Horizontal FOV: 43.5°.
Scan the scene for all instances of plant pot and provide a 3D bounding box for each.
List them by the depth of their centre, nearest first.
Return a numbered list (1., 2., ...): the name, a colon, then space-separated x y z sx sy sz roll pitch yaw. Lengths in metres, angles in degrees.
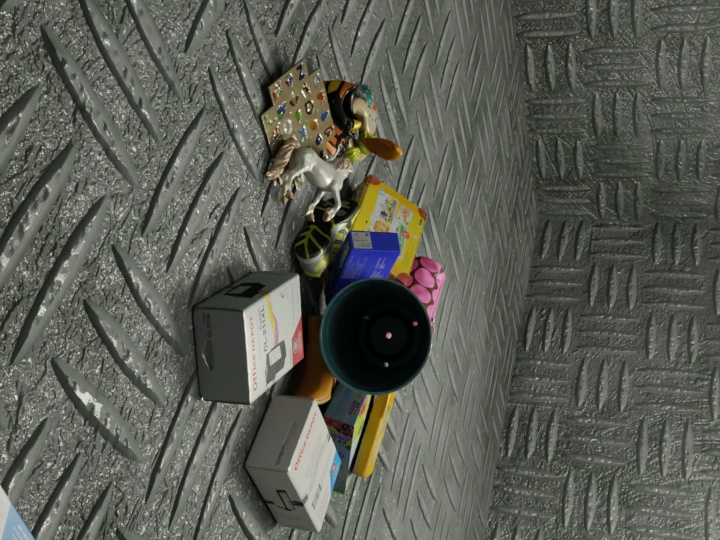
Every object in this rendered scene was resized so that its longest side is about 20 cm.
1. plant pot: 0.040 0.120 1.643 0.188 0.197 0.203 26 68 -80

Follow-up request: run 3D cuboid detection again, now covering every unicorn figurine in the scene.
1. unicorn figurine: -0.071 -0.156 1.543 0.200 0.073 0.139 43 59 -51

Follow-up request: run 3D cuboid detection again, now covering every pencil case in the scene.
1. pencil case: 0.128 0.058 1.918 0.201 0.093 0.091 -71 155 -45

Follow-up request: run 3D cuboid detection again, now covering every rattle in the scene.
1. rattle: 0.038 -0.303 1.809 0.131 0.142 0.200 63 37 -21

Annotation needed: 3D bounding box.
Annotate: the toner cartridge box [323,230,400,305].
1. toner cartridge box: 0.000 0.000 1.663 0.201 0.094 0.044 117 -28 -54

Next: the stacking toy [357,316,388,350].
1. stacking toy: 0.001 0.182 1.844 0.116 0.108 0.202 -61 159 -51

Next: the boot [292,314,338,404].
1. boot: -0.085 0.156 1.636 0.201 0.070 0.146 -34 120 -72

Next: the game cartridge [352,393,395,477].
1. game cartridge: 0.035 0.305 1.787 0.176 0.032 0.202 61 48 -80

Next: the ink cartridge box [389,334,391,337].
1. ink cartridge box: 0.034 0.063 1.915 0.148 0.085 0.202 -62 147 -51

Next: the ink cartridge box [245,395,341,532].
1. ink cartridge box: -0.110 0.330 1.545 0.201 0.083 0.147 72 29 -43

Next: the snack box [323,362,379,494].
1. snack box: -0.024 0.300 1.743 0.169 0.067 0.202 -63 166 -49

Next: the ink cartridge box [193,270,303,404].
1. ink cartridge box: -0.164 0.098 1.368 0.200 0.082 0.148 -38 129 -65

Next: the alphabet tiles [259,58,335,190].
1. alphabet tiles: -0.103 -0.246 1.535 0.167 0.006 0.202 -48 139 -36

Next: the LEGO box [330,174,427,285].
1. LEGO box: 0.035 -0.067 1.798 0.148 0.077 0.201 33 50 -15

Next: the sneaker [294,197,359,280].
1. sneaker: -0.063 -0.063 1.664 0.200 0.075 0.077 -52 150 -43

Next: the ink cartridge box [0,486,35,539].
1. ink cartridge box: -0.385 0.274 0.771 0.201 0.083 0.146 -65 151 -47

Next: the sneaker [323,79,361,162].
1. sneaker: -0.042 -0.247 1.650 0.070 0.089 0.203 -21 112 -68
